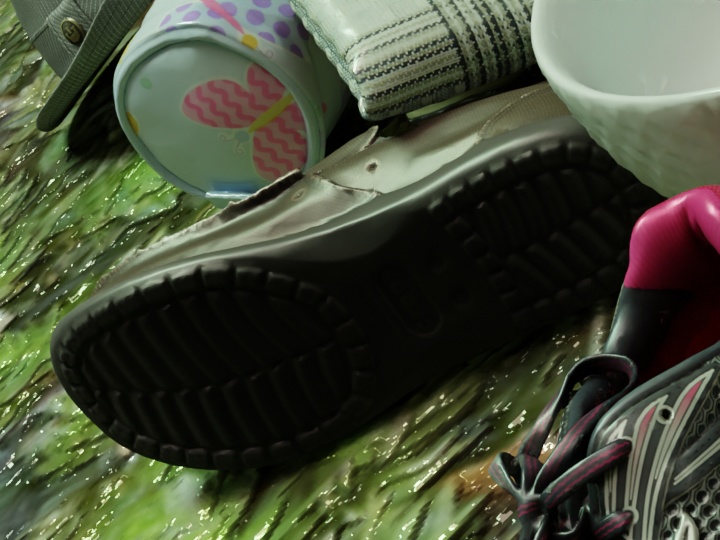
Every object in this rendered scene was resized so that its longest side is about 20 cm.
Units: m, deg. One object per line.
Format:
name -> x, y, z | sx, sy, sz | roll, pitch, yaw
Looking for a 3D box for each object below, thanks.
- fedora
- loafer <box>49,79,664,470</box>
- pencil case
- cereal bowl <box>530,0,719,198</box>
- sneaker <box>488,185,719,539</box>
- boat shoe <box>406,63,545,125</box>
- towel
fedora -> -0.116, -0.160, 0.987 | 0.177, 0.090, 0.200 | -57, 10, -25
loafer -> 0.000, 0.000, 0.671 | 0.199, 0.073, 0.071 | -19, 26, 20
pencil case -> -0.024, -0.114, 0.857 | 0.083, 0.091, 0.200 | 13, 46, 12
cereal bowl -> 0.146, -0.081, 0.571 | 0.200, 0.083, 0.200 | -32, 25, 17
sneaker -> 0.053, 0.071, 0.463 | 0.080, 0.075, 0.200 | -15, 35, 42
boat shoe -> 0.043, -0.134, 0.813 | 0.075, 0.074, 0.200 | -25, 29, 28
towel -> 0.050, -0.136, 0.730 | 0.192, 0.035, 0.200 | -22, 39, -10
